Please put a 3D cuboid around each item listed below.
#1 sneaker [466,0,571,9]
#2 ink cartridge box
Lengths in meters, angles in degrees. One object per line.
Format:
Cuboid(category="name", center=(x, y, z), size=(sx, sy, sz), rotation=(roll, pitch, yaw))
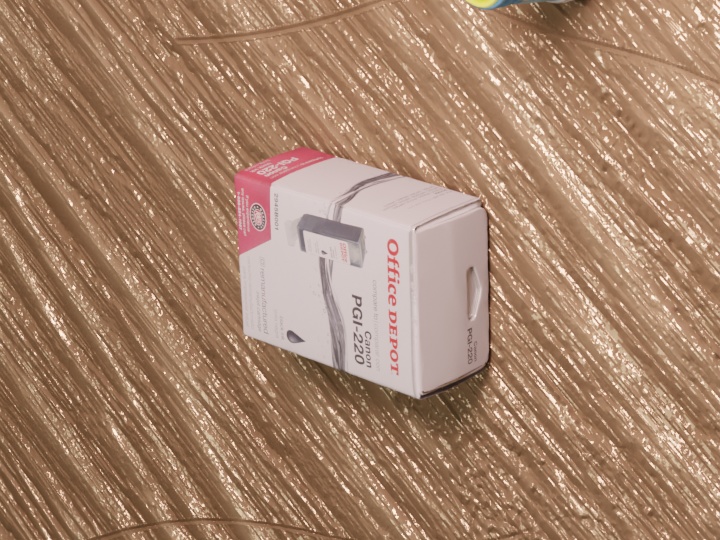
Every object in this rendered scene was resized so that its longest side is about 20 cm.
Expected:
Cuboid(category="sneaker", center=(0.110, -0.262, 1.599), size=(0.080, 0.131, 0.200), rotation=(27, 124, 39))
Cuboid(category="ink cartridge box", center=(0.000, 0.000, 1.868), size=(0.200, 0.085, 0.146), rotation=(17, 119, 40))
